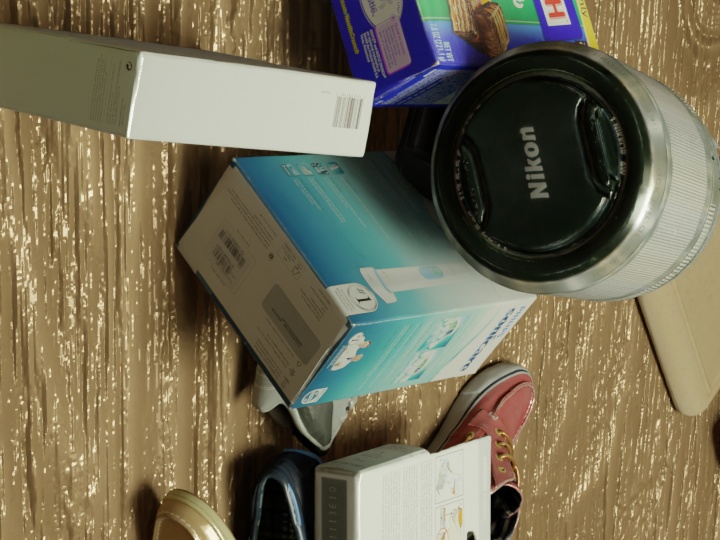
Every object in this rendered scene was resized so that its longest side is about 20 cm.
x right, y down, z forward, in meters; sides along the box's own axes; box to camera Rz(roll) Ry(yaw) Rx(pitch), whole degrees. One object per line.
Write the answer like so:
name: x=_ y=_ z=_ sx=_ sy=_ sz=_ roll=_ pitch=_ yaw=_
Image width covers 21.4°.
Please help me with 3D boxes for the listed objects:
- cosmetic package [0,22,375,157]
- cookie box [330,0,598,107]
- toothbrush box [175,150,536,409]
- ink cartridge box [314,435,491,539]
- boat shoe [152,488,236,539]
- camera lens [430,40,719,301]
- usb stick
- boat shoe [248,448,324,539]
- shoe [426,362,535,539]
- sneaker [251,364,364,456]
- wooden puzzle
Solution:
cosmetic package: x=-0.112 y=-0.106 z=1.118 sx=0.199 sy=0.150 sz=0.052 roll=1 pitch=103 yaw=-50
cookie box: x=0.065 y=-0.204 z=1.306 sx=0.199 sy=0.075 sz=0.172 roll=-7 pitch=77 yaw=-50
toothbrush box: x=0.000 y=0.000 z=1.280 sx=0.199 sy=0.147 sz=0.085 roll=-9 pitch=144 yaw=-49
ink cartridge box: x=0.033 y=0.226 z=1.385 sx=0.173 sy=0.043 sz=0.202 roll=-9 pitch=101 yaw=-55
boat shoe: x=-0.115 y=0.243 z=1.293 sx=0.064 sy=0.071 sz=0.201 roll=-32 pitch=127 yaw=-41
camera lens: x=0.148 y=-0.061 z=1.271 sx=0.200 sy=0.159 sz=0.161 roll=7 pitch=97 yaw=-65
usb stick: x=0.064 y=-0.132 z=1.356 sx=0.055 sy=0.033 sz=0.201 roll=38 pitch=45 yaw=-24
boat shoe: x=-0.063 y=0.229 z=1.353 sx=0.069 sy=0.083 sz=0.202 roll=-13 pitch=99 yaw=-68
shoe: x=0.101 y=0.157 z=1.511 sx=0.200 sy=0.091 sz=0.072 roll=-46 pitch=133 yaw=-31
sneaker: x=-0.005 y=0.077 z=1.382 sx=0.199 sy=0.075 sz=0.116 roll=5 pitch=103 yaw=-41
wooden puzzle: x=0.336 y=0.010 z=1.797 sx=0.200 sy=0.037 sz=0.186 roll=-47 pitch=135 yaw=-24
